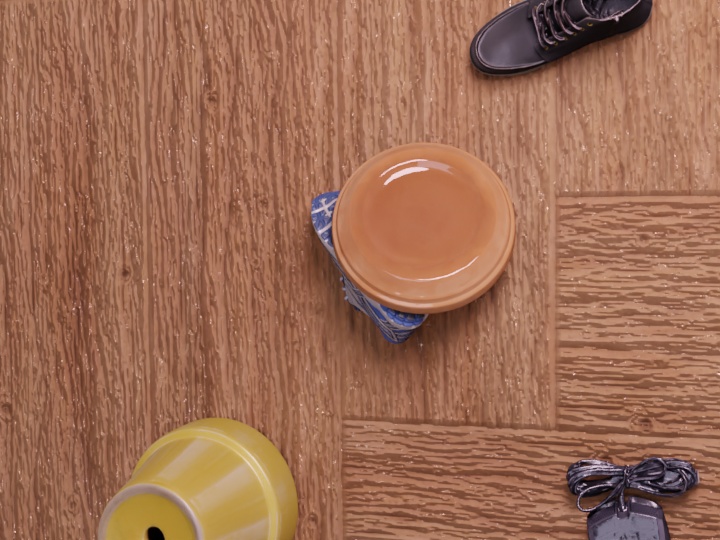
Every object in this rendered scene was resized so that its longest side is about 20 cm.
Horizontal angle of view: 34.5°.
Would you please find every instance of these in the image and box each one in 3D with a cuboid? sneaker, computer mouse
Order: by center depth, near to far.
[{"bbox_3d":[0.197,-0.259,1.187,0.198,0.106,0.076,-18,88,18],"label":"sneaker"},{"bbox_3d":[0.293,0.299,1.224,0.136,0.053,0.203,-5,81,17],"label":"computer mouse"},{"bbox_3d":[0.000,0.000,1.283,0.201,0.076,0.086,56,151,27],"label":"sneaker"}]

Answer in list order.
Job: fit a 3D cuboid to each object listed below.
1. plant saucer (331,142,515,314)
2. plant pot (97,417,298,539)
[{"bbox_3d":[0.066,-0.053,1.228,0.197,0.038,0.203,-1,65,3],"label":"plant saucer"},{"bbox_3d":[-0.192,0.281,1.306,0.198,0.189,0.204,1,93,17],"label":"plant pot"}]
